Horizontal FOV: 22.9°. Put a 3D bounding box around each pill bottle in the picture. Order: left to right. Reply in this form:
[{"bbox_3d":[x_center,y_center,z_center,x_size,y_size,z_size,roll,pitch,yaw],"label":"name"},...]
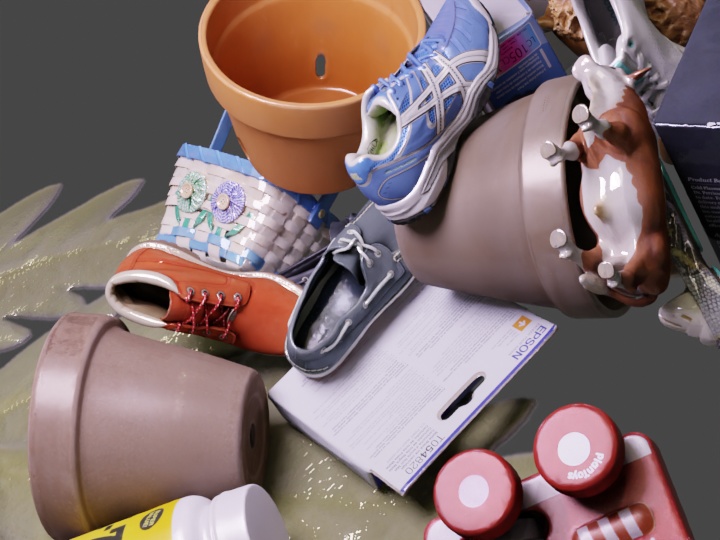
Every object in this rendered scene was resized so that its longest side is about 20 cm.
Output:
[{"bbox_3d":[-0.161,0.252,1.453,0.198,0.115,0.115,-21,43,14],"label":"pill bottle"}]

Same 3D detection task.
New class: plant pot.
[{"bbox_3d":[-0.173,0.137,1.530,0.173,0.201,0.202,0,50,11],"label":"plant pot"},{"bbox_3d":[-0.040,-0.163,1.578,0.198,0.141,0.201,-1,48,1],"label":"plant pot"},{"bbox_3d":[0.126,-0.054,1.477,0.172,0.201,0.201,-5,49,26],"label":"plant pot"}]

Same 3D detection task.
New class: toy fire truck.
[{"bbox_3d":[0.151,0.208,1.311,0.199,0.112,0.169,-26,61,11],"label":"toy fire truck"}]

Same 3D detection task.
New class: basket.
[{"bbox_3d":[-0.090,-0.080,1.691,0.175,0.139,0.201,13,69,39],"label":"basket"}]

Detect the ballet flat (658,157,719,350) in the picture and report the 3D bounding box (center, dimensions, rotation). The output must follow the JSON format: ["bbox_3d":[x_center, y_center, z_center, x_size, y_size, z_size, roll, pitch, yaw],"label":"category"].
[{"bbox_3d":[0.255,0.006,1.405,0.072,0.072,0.202,-30,74,4],"label":"ballet flat"}]

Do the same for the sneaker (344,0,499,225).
[{"bbox_3d":[0.051,-0.141,1.429,0.075,0.077,0.202,-1,63,49],"label":"sneaker"}]

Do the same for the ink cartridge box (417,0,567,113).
[{"bbox_3d":[0.137,-0.170,1.582,0.076,0.201,0.137,-32,41,2],"label":"ink cartridge box"}]

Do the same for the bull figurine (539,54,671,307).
[{"bbox_3d":[0.190,-0.071,1.346,0.065,0.121,0.202,-17,82,39],"label":"bull figurine"}]

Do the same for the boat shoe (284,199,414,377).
[{"bbox_3d":[0.000,0.000,1.526,0.072,0.062,0.201,32,82,16],"label":"boat shoe"}]

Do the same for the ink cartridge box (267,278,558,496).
[{"bbox_3d":[0.048,0.089,1.521,0.200,0.041,0.199,-44,42,-13],"label":"ink cartridge box"}]

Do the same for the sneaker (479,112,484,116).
[{"bbox_3d":[0.078,-0.140,1.681,0.074,0.082,0.201,-22,43,13],"label":"sneaker"}]

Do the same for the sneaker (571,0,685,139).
[{"bbox_3d":[0.223,-0.166,1.435,0.075,0.201,0.089,-31,12,30],"label":"sneaker"}]

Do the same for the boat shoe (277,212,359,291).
[{"bbox_3d":[0.001,-0.023,1.605,0.199,0.062,0.075,-38,9,16],"label":"boat shoe"}]

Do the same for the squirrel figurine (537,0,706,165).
[{"bbox_3d":[0.237,-0.221,1.564,0.142,0.200,0.186,-48,55,-5],"label":"squirrel figurine"}]

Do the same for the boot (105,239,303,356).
[{"bbox_3d":[-0.129,0.036,1.570,0.198,0.076,0.107,17,14,7],"label":"boot"}]

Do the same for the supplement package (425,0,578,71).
[{"bbox_3d":[0.174,-0.274,1.718,0.200,0.114,0.109,-44,41,-10],"label":"supplement package"}]

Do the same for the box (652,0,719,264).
[{"bbox_3d":[0.346,-0.123,1.409,0.123,0.197,0.201,6,55,35],"label":"box"}]
